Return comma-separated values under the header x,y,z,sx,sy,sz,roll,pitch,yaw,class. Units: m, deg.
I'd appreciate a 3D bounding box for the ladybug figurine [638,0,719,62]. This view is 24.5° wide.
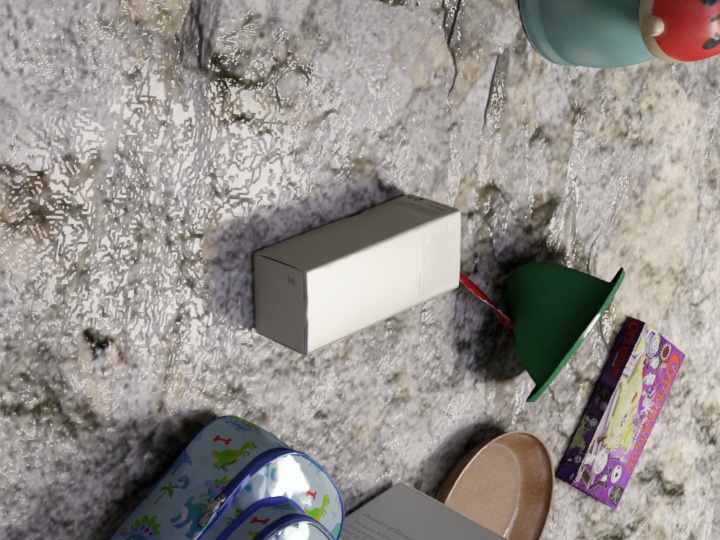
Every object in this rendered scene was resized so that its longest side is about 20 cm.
x,y,z,sx,sy,sz,roll,pitch,yaw,class
0.326,-0.258,1.498,0.200,0.072,0.137,-40,132,-30,ladybug figurine

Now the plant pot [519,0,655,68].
x,y,z,sx,sy,sz,roll,pitch,yaw,class
0.264,-0.283,1.579,0.200,0.134,0.202,-22,121,-42,plant pot

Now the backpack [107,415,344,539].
x,y,z,sx,sy,sz,roll,pitch,yaw,class
-0.099,0.240,1.384,0.201,0.146,0.183,-54,141,-21,backpack

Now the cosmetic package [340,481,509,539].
x,y,z,sx,sy,sz,roll,pitch,yaw,class
0.031,0.339,1.558,0.199,0.166,0.169,-28,126,-38,cosmetic package

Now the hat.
x,y,z,sx,sy,sz,roll,pitch,yaw,class
0.153,0.015,1.674,0.166,0.175,0.200,-53,175,-21,hat

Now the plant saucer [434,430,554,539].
x,y,z,sx,sy,sz,roll,pitch,yaw,class
0.129,0.257,1.735,0.200,0.036,0.202,-23,123,-42,plant saucer

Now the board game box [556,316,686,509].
x,y,z,sx,sy,sz,roll,pitch,yaw,class
0.300,0.165,1.898,0.120,0.032,0.201,32,81,-54,board game box

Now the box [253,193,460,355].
x,y,z,sx,sy,sz,roll,pitch,yaw,class
0.000,0.000,1.452,0.199,0.068,0.083,-20,120,-42,box
